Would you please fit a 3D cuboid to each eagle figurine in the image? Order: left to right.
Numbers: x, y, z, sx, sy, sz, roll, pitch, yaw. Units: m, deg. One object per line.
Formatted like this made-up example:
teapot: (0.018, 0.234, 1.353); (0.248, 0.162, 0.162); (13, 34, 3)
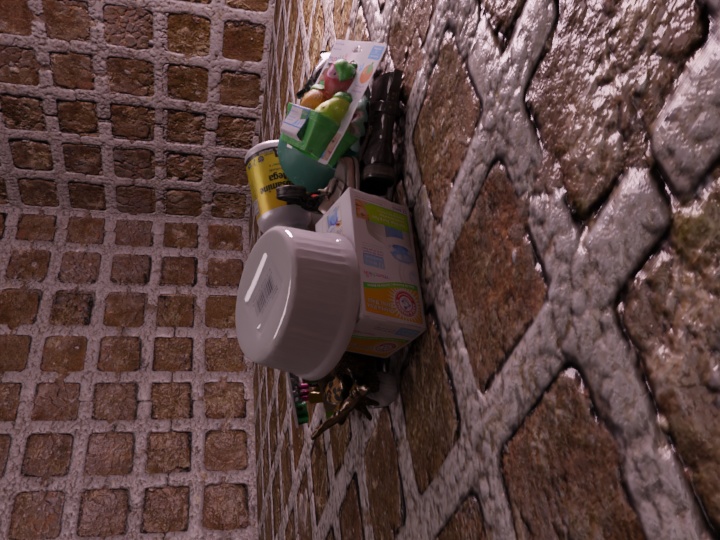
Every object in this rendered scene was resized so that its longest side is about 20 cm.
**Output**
eagle figurine: (-0.037, 0.119, 1.031); (0.153, 0.148, 0.202); (84, 167, -51)

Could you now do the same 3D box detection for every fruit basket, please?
fruit basket: (-0.050, -0.278, 1.110); (0.185, 0.092, 0.204); (35, 104, 57)

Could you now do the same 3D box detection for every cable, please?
cable: (-0.085, -0.126, 1.141); (0.095, 0.198, 0.052); (3, 85, 33)

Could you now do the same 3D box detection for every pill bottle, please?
pill bottle: (-0.156, -0.140, 1.354); (0.113, 0.110, 0.205); (126, 131, -66)

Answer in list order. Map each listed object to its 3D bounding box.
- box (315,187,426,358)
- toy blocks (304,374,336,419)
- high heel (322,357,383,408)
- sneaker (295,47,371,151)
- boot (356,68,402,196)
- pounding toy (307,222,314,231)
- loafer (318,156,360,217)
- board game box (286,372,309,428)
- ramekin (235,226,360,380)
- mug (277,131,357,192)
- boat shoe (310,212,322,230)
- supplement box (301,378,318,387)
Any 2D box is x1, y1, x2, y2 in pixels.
box: (0.011, 0.006, 0.976); (0.101, 0.110, 0.204); (-40, 45, 45)
toy blocks: (-0.054, 0.158, 1.298); (0.138, 0.097, 0.204); (-95, -3, -54)
high heel: (-0.016, 0.153, 1.169); (0.199, 0.070, 0.147); (-12, 82, 59)
sneaker: (-0.049, -0.302, 1.227); (0.078, 0.136, 0.205); (68, -157, -67)
boot: (0.027, -0.219, 1.119); (0.199, 0.068, 0.179); (170, 107, -72)
pounding toy: (-0.106, -0.135, 1.515); (0.199, 0.139, 0.189); (26, 114, 56)
loafer: (-0.041, -0.077, 1.086); (0.072, 0.061, 0.205); (-137, 51, -67)
board game box: (-0.120, 0.163, 1.274); (0.200, 0.025, 0.205); (-145, 45, -86)
ramekin: (-0.092, 0.039, 0.931); (0.199, 0.096, 0.205); (-30, 54, 50)
mug: (-0.082, -0.209, 1.287); (0.114, 0.150, 0.188); (-38, 34, 47)
boat shoe: (-0.043, -0.067, 1.374); (0.093, 0.073, 0.203); (-54, -30, -42)
supplement box: (-0.098, 0.145, 1.548); (0.109, 0.059, 0.205); (-114, 31, -63)
